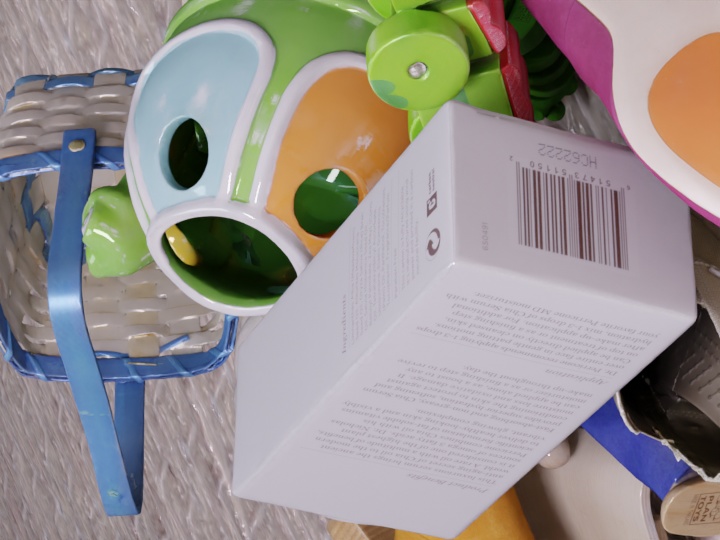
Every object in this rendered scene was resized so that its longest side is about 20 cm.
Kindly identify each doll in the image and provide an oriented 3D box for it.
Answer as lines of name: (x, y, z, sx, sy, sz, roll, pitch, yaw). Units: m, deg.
doll: (0.099, 0.030, 1.264, 0.200, 0.048, 0.137, 53, 142, 46)

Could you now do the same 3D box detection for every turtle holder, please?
turtle holder: (-0.050, -0.053, 1.288, 0.185, 0.132, 0.141, 8, 143, 24)

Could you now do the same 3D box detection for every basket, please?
basket: (-0.132, 0.001, 1.518, 0.177, 0.138, 0.201, 83, -172, -48)

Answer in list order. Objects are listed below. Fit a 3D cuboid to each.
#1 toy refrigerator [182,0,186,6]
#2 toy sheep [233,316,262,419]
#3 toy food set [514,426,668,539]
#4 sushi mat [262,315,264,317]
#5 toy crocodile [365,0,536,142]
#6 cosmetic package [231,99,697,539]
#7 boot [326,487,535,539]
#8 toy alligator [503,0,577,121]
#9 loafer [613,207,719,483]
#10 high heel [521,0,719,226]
toy refrigerator: (-0.048, -0.094, 1.543, 0.070, 0.076, 0.200, 60, 164, 23)
toy sheep: (0.004, 0.034, 1.422, 0.137, 0.200, 0.138, 15, 133, 16)
toy food set: (0.128, 0.145, 1.361, 0.143, 0.060, 0.201, 14, 128, 57)
sushi mat: (0.000, 0.000, 1.328, 0.012, 0.095, 0.200, 61, 167, -28)
toy crocodile: (0.041, -0.067, 1.126, 0.068, 0.061, 0.201, -91, -12, -47)
cosmetic package: (0.035, 0.024, 1.116, 0.200, 0.101, 0.072, 132, 145, -51)
boot: (0.063, 0.124, 1.296, 0.144, 0.071, 0.201, 50, 146, 15)
toy alligator: (0.067, -0.084, 1.222, 0.054, 0.060, 0.200, 22, 167, 19)
loafer: (0.119, 0.023, 1.127, 0.200, 0.068, 0.076, 37, 118, 49)
high heel: (0.109, -0.075, 1.087, 0.200, 0.067, 0.096, 50, 177, 25)
